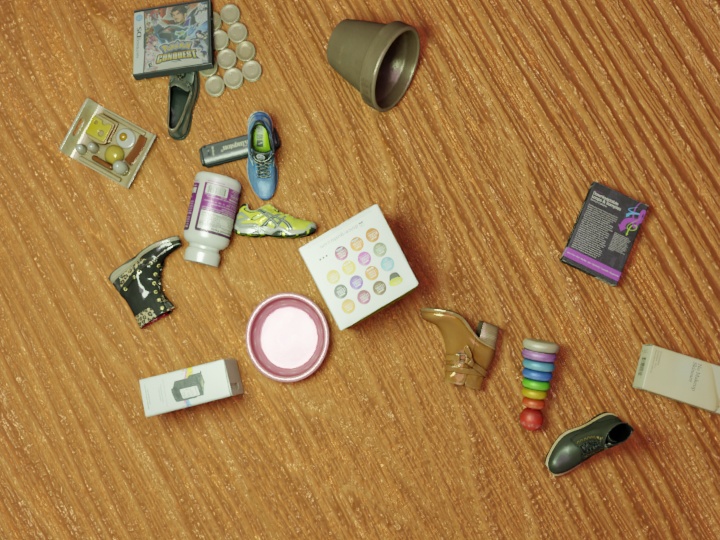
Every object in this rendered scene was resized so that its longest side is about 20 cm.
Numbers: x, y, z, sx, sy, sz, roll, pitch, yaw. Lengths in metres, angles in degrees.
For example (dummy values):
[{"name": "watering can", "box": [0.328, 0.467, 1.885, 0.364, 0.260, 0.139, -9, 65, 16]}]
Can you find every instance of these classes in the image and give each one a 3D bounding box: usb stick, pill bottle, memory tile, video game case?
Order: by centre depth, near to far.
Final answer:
[{"name": "pill bottle", "box": [-0.348, -0.116, 1.711, 0.109, 0.112, 0.206, 12, 86, 3]}, {"name": "usb stick", "box": [-0.288, -0.293, 1.762, 0.194, 0.033, 0.057, -14, 86, 1]}, {"name": "video game case", "box": [-0.448, -0.554, 1.764, 0.194, 0.026, 0.186, -7, 71, 5]}, {"name": "memory tile", "box": [-0.333, -0.535, 1.791, 0.150, 0.017, 0.205, -22, 85, 0]}]

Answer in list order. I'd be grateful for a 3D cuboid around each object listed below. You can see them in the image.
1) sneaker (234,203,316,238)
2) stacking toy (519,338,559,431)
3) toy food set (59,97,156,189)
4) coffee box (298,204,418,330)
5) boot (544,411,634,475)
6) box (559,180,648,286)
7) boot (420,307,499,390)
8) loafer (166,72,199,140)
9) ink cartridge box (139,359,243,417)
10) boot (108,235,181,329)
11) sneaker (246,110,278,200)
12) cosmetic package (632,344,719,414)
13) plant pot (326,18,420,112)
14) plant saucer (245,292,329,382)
[{"name": "sneaker", "box": [-0.199, -0.116, 1.725, 0.193, 0.075, 0.079, 3, 86, 0]}, {"name": "stacking toy", "box": [0.399, 0.263, 1.682, 0.083, 0.085, 0.207, 8, 93, 2]}, {"name": "toy food set", "box": [-0.600, -0.303, 1.758, 0.196, 0.060, 0.146, 28, 87, 3]}, {"name": "coffee box", "box": [0.000, 0.000, 1.646, 0.196, 0.200, 0.201, -29, 86, -1]}, {"name": "boot", "box": [0.503, 0.386, 1.632, 0.199, 0.138, 0.078, -40, 85, -1]}, {"name": "box", "box": [0.568, -0.086, 1.720, 0.140, 0.036, 0.204, 24, 88, 3]}, {"name": "boot", "box": [0.213, 0.177, 1.698, 0.195, 0.077, 0.160, 18, 90, -4]}, {"name": "loafer", "box": [-0.427, -0.418, 1.760, 0.070, 0.063, 0.207, 4, 86, 2]}, {"name": "ink cartridge box", "box": [-0.376, 0.262, 1.664, 0.194, 0.146, 0.085, -14, 83, 0]}, {"name": "boot", "box": [-0.476, 0.027, 1.721, 0.197, 0.073, 0.153, -31, 84, 3]}, {"name": "sneaker", "box": [-0.233, -0.260, 1.709, 0.076, 0.090, 0.206, -5, 112, -2]}, {"name": "cosmetic package", "box": [0.732, 0.247, 1.670, 0.194, 0.073, 0.107, 16, 86, 4]}, {"name": "plant pot", "box": [0.017, -0.493, 1.706, 0.172, 0.200, 0.204, 28, 86, 21]}, {"name": "plant saucer", "box": [-0.168, 0.155, 1.714, 0.194, 0.051, 0.207, 0, 86, 2]}]
